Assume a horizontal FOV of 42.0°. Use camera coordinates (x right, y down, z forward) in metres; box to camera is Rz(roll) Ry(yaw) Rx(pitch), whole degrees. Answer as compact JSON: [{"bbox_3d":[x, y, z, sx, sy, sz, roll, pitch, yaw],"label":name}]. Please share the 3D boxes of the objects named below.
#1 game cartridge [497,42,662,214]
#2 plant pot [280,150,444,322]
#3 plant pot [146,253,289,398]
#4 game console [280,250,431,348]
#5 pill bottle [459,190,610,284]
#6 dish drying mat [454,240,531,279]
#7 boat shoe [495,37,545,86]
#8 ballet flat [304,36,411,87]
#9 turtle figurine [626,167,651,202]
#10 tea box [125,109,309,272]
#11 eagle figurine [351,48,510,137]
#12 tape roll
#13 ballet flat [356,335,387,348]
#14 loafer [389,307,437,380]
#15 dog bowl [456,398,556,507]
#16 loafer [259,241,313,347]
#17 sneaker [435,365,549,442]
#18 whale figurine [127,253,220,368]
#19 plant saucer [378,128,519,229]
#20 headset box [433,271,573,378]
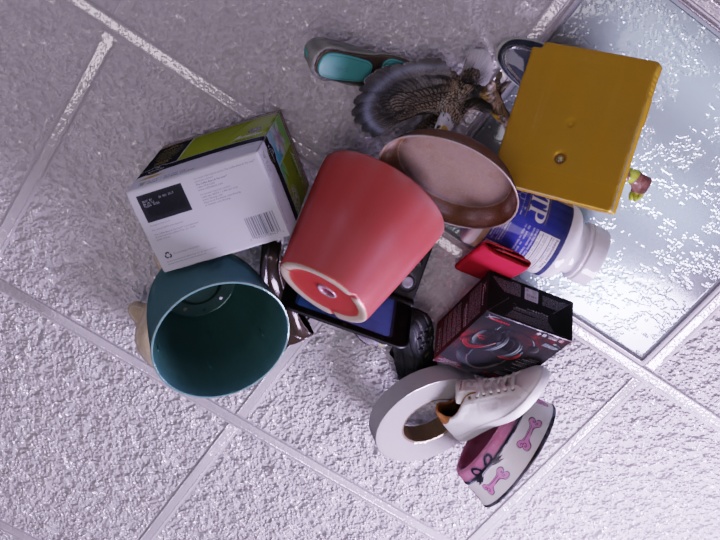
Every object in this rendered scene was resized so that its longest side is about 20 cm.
[{"bbox_3d":[0.281,-0.191,1.234,0.176,0.032,0.201,19,92,30],"label":"game cartridge"},{"bbox_3d":[-0.008,-0.038,1.316,0.200,0.178,0.201,27,159,11],"label":"plant pot"},{"bbox_3d":[-0.225,0.060,1.382,0.200,0.161,0.201,-12,126,-18],"label":"plant pot"},{"bbox_3d":[0.000,0.000,1.407,0.199,0.116,0.176,20,91,-6],"label":"game console"},{"bbox_3d":[0.259,-0.058,1.385,0.200,0.120,0.120,23,117,-8],"label":"pill bottle"},{"bbox_3d":[0.194,-0.010,1.389,0.077,0.200,0.018,21,81,-2],"label":"dish drying mat"},{"bbox_3d":[0.277,-0.255,1.312,0.200,0.062,0.075,35,115,-13],"label":"boat shoe"},{"bbox_3d":[0.011,-0.285,1.314,0.200,0.064,0.068,9,122,-32],"label":"ballet flat"},{"bbox_3d":[0.328,-0.160,1.338,0.161,0.200,0.065,30,73,-29],"label":"turtle figurine"},{"bbox_3d":[-0.197,-0.119,1.348,0.199,0.197,0.134,-15,115,14],"label":"tea box"},{"bbox_3d":[0.104,-0.220,1.305,0.199,0.151,0.152,-8,97,24],"label":"eagle figurine"},{"bbox_3d":[0.112,0.238,1.552,0.202,0.037,0.203,-15,135,-15],"label":"tape roll"},{"bbox_3d":[-0.025,0.049,1.491,0.200,0.072,0.072,46,114,4],"label":"ballet flat"},{"bbox_3d":[0.084,0.141,1.543,0.070,0.068,0.201,25,137,36],"label":"loafer"},{"bbox_3d":[0.231,0.282,1.532,0.074,0.200,0.200,35,116,0],"label":"dog bowl"},{"bbox_3d":[-0.116,0.032,1.499,0.071,0.073,0.200,-8,125,3],"label":"loafer"},{"bbox_3d":[0.199,0.195,1.457,0.200,0.073,0.085,-37,108,28],"label":"sneaker"},{"bbox_3d":[-0.295,0.064,1.524,0.159,0.104,0.201,1,93,5],"label":"whale figurine"},{"bbox_3d":[0.122,-0.127,1.260,0.200,0.035,0.200,20,156,9],"label":"plant saucer"},{"bbox_3d":[0.214,0.100,1.456,0.148,0.075,0.200,20,145,-14],"label":"headset box"}]
